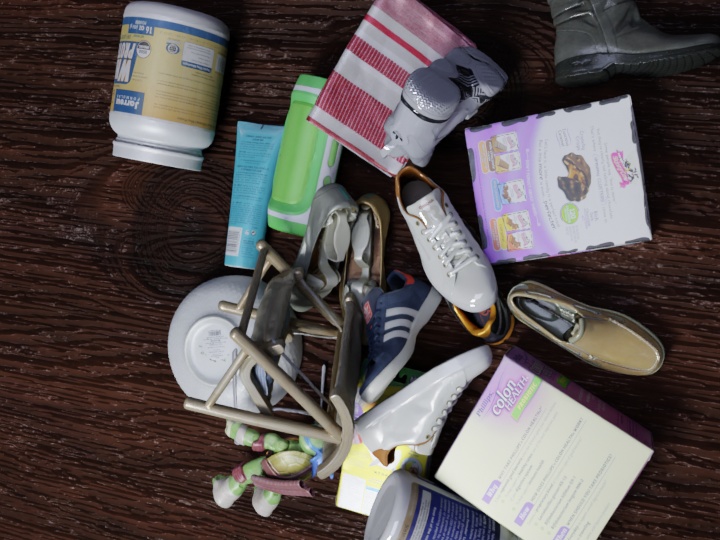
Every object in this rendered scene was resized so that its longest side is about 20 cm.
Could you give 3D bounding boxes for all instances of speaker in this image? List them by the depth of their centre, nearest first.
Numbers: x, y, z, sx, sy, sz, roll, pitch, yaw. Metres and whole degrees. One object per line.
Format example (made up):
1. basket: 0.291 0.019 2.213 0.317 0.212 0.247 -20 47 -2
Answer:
1. speaker: -0.067 -0.150 1.090 0.087 0.088 0.204 15 97 17

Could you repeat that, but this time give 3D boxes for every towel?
1. towel: 0.040 -0.238 1.038 0.143 0.023 0.202 31 95 -14

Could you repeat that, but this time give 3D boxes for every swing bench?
1. swing bench: -0.079 0.103 0.990 0.198 0.200 0.130 30 120 -15

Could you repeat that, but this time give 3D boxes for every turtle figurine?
1. turtle figurine: -0.115 0.227 1.106 0.201 0.143 0.194 52 122 19

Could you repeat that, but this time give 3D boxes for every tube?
1. tube: -0.151 -0.104 1.142 0.076 0.050 0.204 8 90 14

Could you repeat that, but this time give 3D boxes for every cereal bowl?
1. cereal bowl: -0.185 0.108 1.141 0.197 0.083 0.204 1 93 19

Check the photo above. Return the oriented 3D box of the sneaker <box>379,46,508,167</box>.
1. sneaker: 0.097 -0.198 1.000 0.075 0.199 0.115 47 133 10

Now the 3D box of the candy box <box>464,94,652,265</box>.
1. candy box: 0.239 -0.104 0.996 0.197 0.071 0.171 -8 89 19

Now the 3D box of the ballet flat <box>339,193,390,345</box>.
1. ballet flat: 0.000 0.000 1.084 0.067 0.063 0.204 3 93 16

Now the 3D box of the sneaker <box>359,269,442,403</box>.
1. sneaker: 0.028 0.075 1.014 0.084 0.201 0.075 35 133 0

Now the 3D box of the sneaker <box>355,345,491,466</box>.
1. sneaker: 0.091 0.168 1.006 0.199 0.073 0.085 -37 77 20

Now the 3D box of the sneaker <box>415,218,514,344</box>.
1. sneaker: 0.126 0.002 1.035 0.078 0.077 0.201 -37 79 18

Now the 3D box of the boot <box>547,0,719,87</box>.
1. boot: 0.318 -0.297 0.968 0.196 0.068 0.133 -3 86 17

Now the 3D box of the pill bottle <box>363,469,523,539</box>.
1. pill bottle: 0.112 0.333 1.007 0.197 0.116 0.117 25 100 -7

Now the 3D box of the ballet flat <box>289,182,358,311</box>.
1. ballet flat: -0.049 -0.014 1.065 0.064 0.067 0.202 44 131 38

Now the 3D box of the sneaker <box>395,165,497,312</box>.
1. sneaker: 0.092 -0.040 0.980 0.072 0.085 0.201 -33 63 2

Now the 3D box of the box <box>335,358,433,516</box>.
1. box: 0.040 0.224 1.088 0.115 0.048 0.204 12 98 16

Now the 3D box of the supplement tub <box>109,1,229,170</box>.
1. supplement tub: -0.261 -0.247 1.119 0.142 0.144 0.204 12 95 17

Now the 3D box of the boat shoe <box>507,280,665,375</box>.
1. boat shoe: 0.267 0.075 0.991 0.197 0.076 0.073 21 98 16

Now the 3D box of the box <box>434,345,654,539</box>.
1. box: 0.222 0.224 1.002 0.198 0.097 0.178 31 101 14
